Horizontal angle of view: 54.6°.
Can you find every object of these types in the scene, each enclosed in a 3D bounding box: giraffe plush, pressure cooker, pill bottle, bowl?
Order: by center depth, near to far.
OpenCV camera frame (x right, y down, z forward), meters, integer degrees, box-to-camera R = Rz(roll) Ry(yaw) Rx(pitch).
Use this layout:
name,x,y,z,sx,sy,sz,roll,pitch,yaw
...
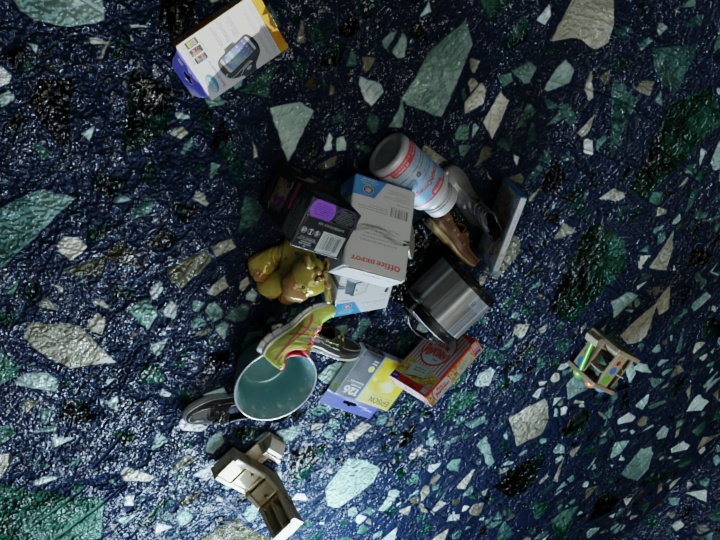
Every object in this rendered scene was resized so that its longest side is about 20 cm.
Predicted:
name,x,y,z,sx,sy,sz,roll,pitch,yaw
giraffe plush,-0.127,0.007,1.499,0.172,0.162,0.200,26,105,-36
pill bottle,0.120,-0.203,1.529,0.200,0.109,0.109,34,99,-33
bowl,-0.213,0.239,1.634,0.200,0.105,0.202,-13,124,-21
pressure cooker,0.201,0.081,1.705,0.200,0.179,0.176,-45,87,7

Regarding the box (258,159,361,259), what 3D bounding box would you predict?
name,x,y,z,sx,sy,sz,roll,pitch,yaw
box,-0.106,-0.124,1.407,0.122,0.200,0.106,18,109,-34

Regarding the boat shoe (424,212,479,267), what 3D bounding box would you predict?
name,x,y,z,sx,sy,sz,roll,pitch,yaw
boat shoe,0.237,-0.079,1.699,0.068,0.072,0.200,-45,126,6

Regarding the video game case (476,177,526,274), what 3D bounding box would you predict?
name,x,y,z,sx,sy,sz,roll,pitch,yaw
video game case,0.339,-0.109,1.691,0.018,0.143,0.201,11,114,-12

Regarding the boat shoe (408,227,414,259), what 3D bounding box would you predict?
name,x,y,z,sx,sy,sz,roll,pitch,yaw
boat shoe,0.078,-0.104,1.620,0.062,0.073,0.200,-5,135,21

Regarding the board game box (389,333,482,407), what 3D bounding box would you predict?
name,x,y,z,sx,sy,sz,roll,pitch,yaw
board game box,0.192,0.237,1.787,0.200,0.151,0.046,-45,124,-16

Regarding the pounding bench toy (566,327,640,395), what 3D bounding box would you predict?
name,x,y,z,sx,sy,sz,roll,pitch,yaw
pounding bench toy,0.717,0.276,2.136,0.200,0.124,0.156,24,106,-36

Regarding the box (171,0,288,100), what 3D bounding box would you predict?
name,x,y,z,sx,sy,sz,roll,pitch,yaw
box,-0.244,-0.404,1.268,0.200,0.042,0.119,-34,129,-3

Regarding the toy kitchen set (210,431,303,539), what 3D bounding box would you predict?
name,x,y,z,sx,sy,sz,roll,pitch,yaw
toy kitchen set,-0.231,0.535,1.755,0.163,0.180,0.200,-43,133,1

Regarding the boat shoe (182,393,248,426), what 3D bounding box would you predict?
name,x,y,z,sx,sy,sz,roll,pitch,yaw
boat shoe,-0.319,0.339,1.662,0.199,0.066,0.070,-5,121,-26

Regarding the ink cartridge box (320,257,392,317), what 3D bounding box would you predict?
name,x,y,z,sx,sy,sz,roll,pitch,yaw
ink cartridge box,0.000,0.000,1.588,0.146,0.086,0.201,-9,139,-23

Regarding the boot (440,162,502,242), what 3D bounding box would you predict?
name,x,y,z,sx,sy,sz,roll,pitch,yaw
boot,0.262,-0.160,1.624,0.070,0.132,0.200,-43,129,4

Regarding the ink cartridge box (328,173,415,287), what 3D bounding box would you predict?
name,x,y,z,sx,sy,sz,roll,pitch,yaw
ink cartridge box,0.024,-0.079,1.452,0.144,0.084,0.201,15,73,-23

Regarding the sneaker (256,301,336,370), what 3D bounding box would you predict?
name,x,y,z,sx,sy,sz,roll,pitch,yaw
sneaker,-0.126,0.147,1.539,0.200,0.090,0.078,-35,163,-19

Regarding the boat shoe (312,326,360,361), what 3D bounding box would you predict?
name,x,y,z,sx,sy,sz,roll,pitch,yaw
boat shoe,-0.076,0.166,1.683,0.201,0.072,0.061,17,114,-32

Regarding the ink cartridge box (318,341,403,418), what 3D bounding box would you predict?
name,x,y,z,sx,sy,sz,roll,pitch,yaw
ink cartridge box,0.021,0.303,1.836,0.197,0.047,0.200,26,102,-38
